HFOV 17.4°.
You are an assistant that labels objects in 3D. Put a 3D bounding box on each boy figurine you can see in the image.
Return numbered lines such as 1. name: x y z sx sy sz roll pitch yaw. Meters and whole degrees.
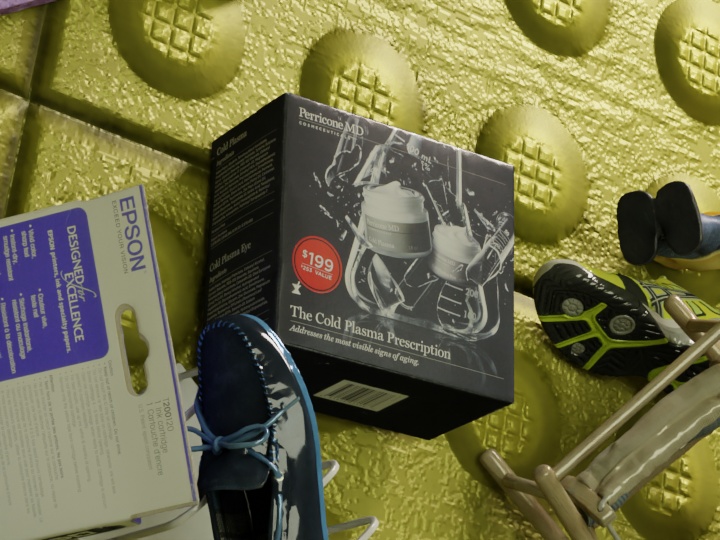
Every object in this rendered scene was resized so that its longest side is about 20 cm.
1. boy figurine: 0.282 -0.032 1.837 0.199 0.124 0.065 0 79 -54

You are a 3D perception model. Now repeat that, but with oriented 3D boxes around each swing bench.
1. swing bench: 0.232 0.155 1.700 0.199 0.130 0.200 -39 101 -11

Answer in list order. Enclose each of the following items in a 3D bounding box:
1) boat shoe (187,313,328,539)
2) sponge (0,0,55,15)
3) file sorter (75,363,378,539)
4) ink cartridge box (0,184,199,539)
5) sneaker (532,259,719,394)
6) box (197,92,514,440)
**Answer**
1. boat shoe: -0.063 0.124 1.416 0.068 0.084 0.201 -8 77 -49
2. sponge: -0.284 -0.212 1.545 0.199 0.030 0.112 -22 90 -38
3. file sorter: -0.080 0.169 1.523 0.139 0.124 0.200 -42 102 -36
4. ink cartridge box: -0.196 0.066 1.436 0.043 0.199 0.199 13 65 -69
5. sneaker: 0.211 0.039 1.808 0.199 0.075 0.077 27 37 -26
6. box: 0.000 0.000 1.630 0.199 0.104 0.183 15 63 -31
